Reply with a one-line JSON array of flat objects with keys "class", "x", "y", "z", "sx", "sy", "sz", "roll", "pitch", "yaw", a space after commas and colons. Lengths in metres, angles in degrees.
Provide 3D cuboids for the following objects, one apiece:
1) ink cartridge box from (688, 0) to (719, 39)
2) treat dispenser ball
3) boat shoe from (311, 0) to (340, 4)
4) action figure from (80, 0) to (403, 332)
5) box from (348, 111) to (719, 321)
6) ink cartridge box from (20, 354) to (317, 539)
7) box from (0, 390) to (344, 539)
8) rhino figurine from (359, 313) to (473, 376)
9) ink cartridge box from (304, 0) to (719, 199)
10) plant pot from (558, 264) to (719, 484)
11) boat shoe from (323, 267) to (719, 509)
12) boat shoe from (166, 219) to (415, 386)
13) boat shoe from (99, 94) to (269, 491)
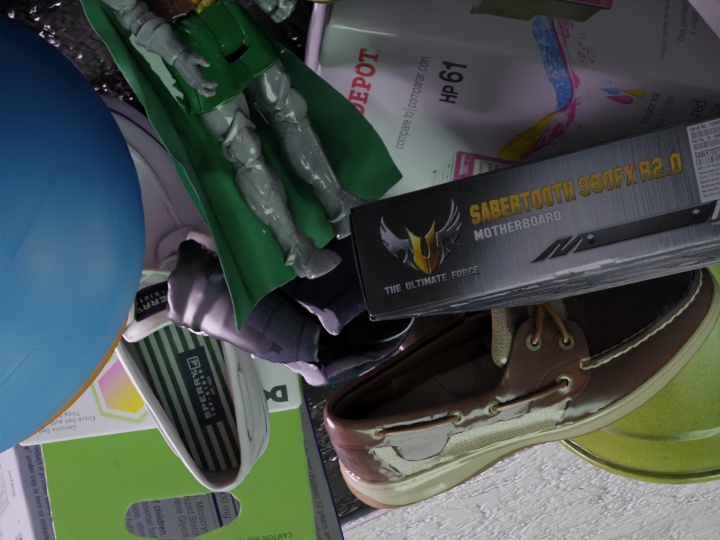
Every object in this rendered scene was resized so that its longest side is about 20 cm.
[{"class": "ink cartridge box", "x": 0.241, "y": -0.160, "z": 0.962, "sx": 0.200, "sy": 0.084, "sz": 0.146, "roll": -43, "pitch": -174, "yaw": -18}, {"class": "treat dispenser ball", "x": -0.190, "y": -0.015, "z": 1.017, "sx": 0.200, "sy": 0.202, "sz": 0.201, "roll": -13, "pitch": 156, "yaw": -6}, {"class": "boat shoe", "x": 0.017, "y": -0.184, "z": 0.948, "sx": 0.067, "sy": 0.072, "sz": 0.200, "roll": 12, "pitch": 138, "yaw": -38}, {"class": "action figure", "x": -0.061, "y": -0.091, "z": 0.983, "sx": 0.055, "sy": 0.200, "sz": 0.118, "roll": -19, "pitch": -160, "yaw": 46}, {"class": "box", "x": 0.120, "y": -0.025, "z": 0.984, "sx": 0.199, "sy": 0.049, "sz": 0.158, "roll": -13, "pitch": 176, "yaw": 31}, {"class": "ink cartridge box", "x": -0.100, "y": 0.068, "z": 1.238, "sx": 0.147, "sy": 0.201, "sz": 0.076, "roll": -8, "pitch": -166, "yaw": -1}, {"class": "box", "x": -0.121, "y": 0.164, "z": 1.470, "sx": 0.199, "sy": 0.185, "sz": 0.105, "roll": -3, "pitch": 152, "yaw": -26}, {"class": "rhino figurine", "x": 0.028, "y": 0.019, "z": 1.250, "sx": 0.088, "sy": 0.060, "sz": 0.200, "roll": -54, "pitch": -168, "yaw": -12}, {"class": "ink cartridge box", "x": 0.075, "y": -0.089, "z": 1.087, "sx": 0.199, "sy": 0.085, "sz": 0.145, "roll": 10, "pitch": 152, "yaw": -3}, {"class": "plant pot", "x": 0.157, "y": -0.023, "z": 1.264, "sx": 0.199, "sy": 0.201, "sz": 0.193, "roll": -18, "pitch": 144, "yaw": 6}, {"class": "boat shoe", "x": 0.074, "y": 0.037, "z": 1.126, "sx": 0.199, "sy": 0.072, "sz": 0.072, "roll": -25, "pitch": 136, "yaw": -1}, {"class": "boat shoe", "x": 0.000, "y": 0.000, "z": 1.144, "sx": 0.200, "sy": 0.092, "sz": 0.075, "roll": -30, "pitch": 141, "yaw": -51}, {"class": "boat shoe", "x": -0.091, "y": 0.011, "z": 1.151, "sx": 0.073, "sy": 0.201, "sz": 0.067, "roll": -26, "pitch": -165, "yaw": 4}]
